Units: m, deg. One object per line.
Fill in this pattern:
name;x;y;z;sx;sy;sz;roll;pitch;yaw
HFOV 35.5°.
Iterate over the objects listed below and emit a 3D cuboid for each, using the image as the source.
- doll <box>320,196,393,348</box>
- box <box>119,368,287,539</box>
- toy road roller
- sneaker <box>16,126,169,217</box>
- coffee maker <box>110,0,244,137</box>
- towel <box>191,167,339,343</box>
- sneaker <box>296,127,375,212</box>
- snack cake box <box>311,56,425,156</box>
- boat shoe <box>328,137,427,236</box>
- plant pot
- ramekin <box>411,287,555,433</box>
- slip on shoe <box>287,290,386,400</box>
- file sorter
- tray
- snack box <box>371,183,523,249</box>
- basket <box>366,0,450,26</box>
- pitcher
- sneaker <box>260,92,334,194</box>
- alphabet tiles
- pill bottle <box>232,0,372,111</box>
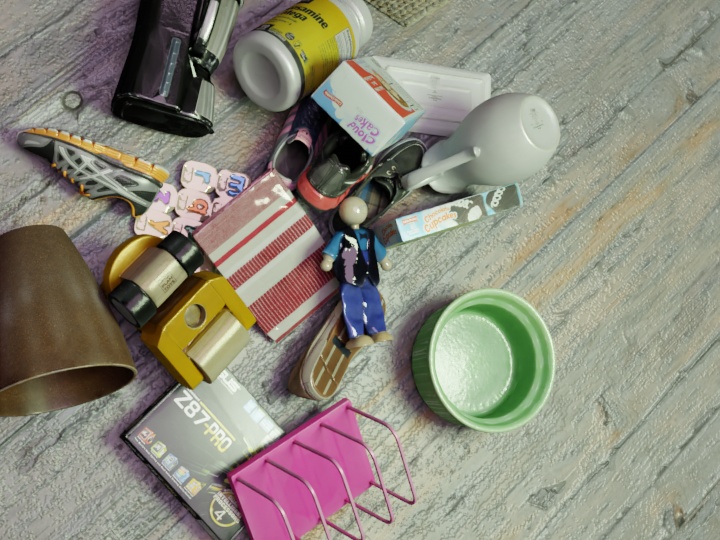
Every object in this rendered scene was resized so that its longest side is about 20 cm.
doll;0.000;0.000;1.533;0.136;0.048;0.202;-8;89;-48
box;-0.192;0.234;1.484;0.161;0.049;0.200;-44;100;-23
toy road roller;-0.246;0.042;1.442;0.123;0.145;0.201;-47;121;-20
sneaker;-0.353;-0.133;1.462;0.198;0.078;0.078;21;96;-9
coffee maker;-0.268;-0.295;1.499;0.190;0.135;0.202;12;77;5
towel;-0.119;-0.018;1.521;0.144;0.023;0.201;-39;115;-11
sneaker;-0.013;-0.161;1.547;0.071;0.098;0.201;40;40;-2
snack cake box;0.016;-0.227;1.537;0.115;0.200;0.067;46;106;0
boat shoe;0.034;-0.117;1.611;0.069;0.057;0.200;46;71;-9
plant pot;-0.387;0.054;1.381;0.185;0.187;0.202;-10;72;-21
ramekin;0.170;0.130;1.606;0.198;0.098;0.202;3;82;-20
slip on shoe;-0.033;0.099;1.556;0.076;0.060;0.201;49;52;-25
file sorter;-0.042;0.287;1.457;0.199;0.125;0.140;-30;116;-29
tray;0.109;-0.258;1.677;0.198;0.022;0.109;5;80;-20
snack box;0.120;-0.075;1.606;0.198;0.116;0.037;-18;89;-22
basket;0.082;-0.482;1.608;0.160;0.200;0.199;35;73;-19
pitcher;0.164;-0.164;1.568;0.171;0.199;0.122;-27;94;-42
sneaker;-0.075;-0.188;1.566;0.070;0.082;0.202;24;74;-12
alphabet tiles;-0.213;-0.044;1.532;0.194;0.015;0.202;13;78;-16
pill bottle;-0.074;-0.311;1.552;0.113;0.112;0.200;53;51;-6
